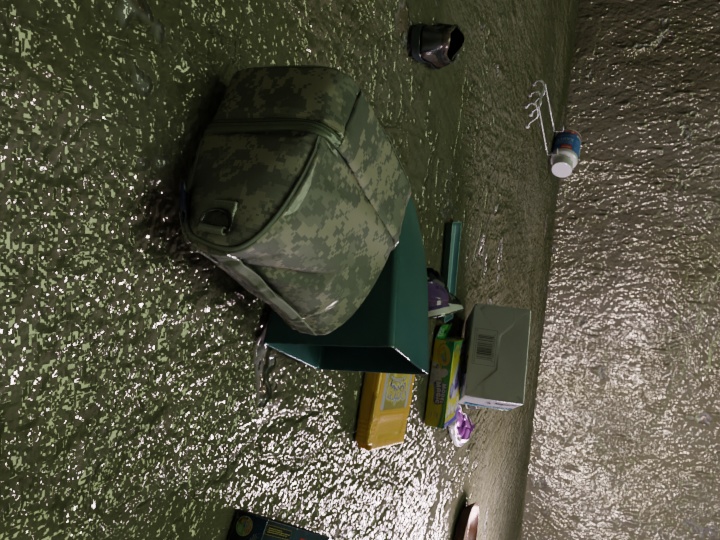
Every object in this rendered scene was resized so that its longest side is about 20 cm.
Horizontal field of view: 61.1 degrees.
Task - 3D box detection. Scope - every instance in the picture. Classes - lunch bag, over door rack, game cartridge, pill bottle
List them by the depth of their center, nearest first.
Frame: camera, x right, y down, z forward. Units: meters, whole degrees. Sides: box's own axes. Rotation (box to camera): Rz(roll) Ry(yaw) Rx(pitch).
[{"bbox_3d":[-0.054,-0.051,0.526,0.200,0.138,0.170,54,47,-57],"label":"lunch bag"},{"bbox_3d":[0.050,0.176,0.967,0.176,0.032,0.203,23,74,-66],"label":"game cartridge"},{"bbox_3d":[0.579,-0.483,1.947,0.201,0.066,0.149,54,45,-30],"label":"over door rack"},{"bbox_3d":[0.862,-0.490,2.567,0.113,0.111,0.202,69,35,-47],"label":"pill bottle"}]

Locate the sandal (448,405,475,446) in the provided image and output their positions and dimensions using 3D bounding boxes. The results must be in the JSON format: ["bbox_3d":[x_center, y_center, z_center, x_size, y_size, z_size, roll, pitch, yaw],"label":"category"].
[{"bbox_3d":[0.247,0.376,1.459,0.203,0.049,0.083,52,50,-59],"label":"sandal"}]

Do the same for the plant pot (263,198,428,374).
[{"bbox_3d":[0.000,0.000,0.677,0.141,0.139,0.203,45,48,-61],"label":"plant pot"}]

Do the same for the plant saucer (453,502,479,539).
[{"bbox_3d":[0.286,0.736,1.673,0.200,0.034,0.203,8,90,-67],"label":"plant saucer"}]

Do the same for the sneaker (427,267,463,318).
[{"bbox_3d":[0.135,0.037,1.080,0.200,0.075,0.089,11,66,-77],"label":"sneaker"}]

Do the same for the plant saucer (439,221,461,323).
[{"bbox_3d":[0.181,0.002,1.242,0.070,0.019,0.203,-13,107,-66],"label":"plant saucer"}]

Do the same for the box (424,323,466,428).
[{"bbox_3d":[0.179,0.213,1.261,0.117,0.048,0.203,5,90,-68],"label":"box"}]

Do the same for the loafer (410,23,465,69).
[{"bbox_3d":[0.139,-0.362,0.983,0.200,0.062,0.073,-37,130,-59],"label":"loafer"}]

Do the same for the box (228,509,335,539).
[{"bbox_3d":[-0.097,0.350,0.667,0.200,0.037,0.138,57,45,-56],"label":"box"}]

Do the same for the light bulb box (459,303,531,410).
[{"bbox_3d":[0.288,0.195,1.337,0.200,0.123,0.201,79,20,-73],"label":"light bulb box"}]

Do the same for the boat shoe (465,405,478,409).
[{"bbox_3d":[0.295,0.318,1.545,0.200,0.056,0.068,43,58,-62],"label":"boat shoe"}]
